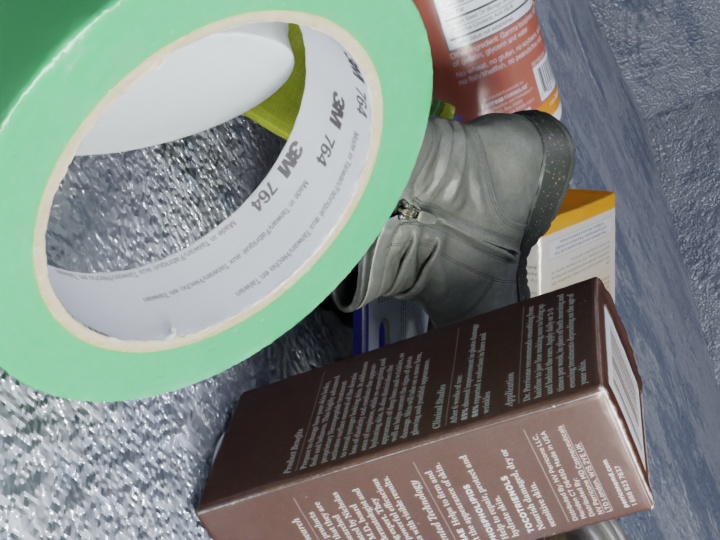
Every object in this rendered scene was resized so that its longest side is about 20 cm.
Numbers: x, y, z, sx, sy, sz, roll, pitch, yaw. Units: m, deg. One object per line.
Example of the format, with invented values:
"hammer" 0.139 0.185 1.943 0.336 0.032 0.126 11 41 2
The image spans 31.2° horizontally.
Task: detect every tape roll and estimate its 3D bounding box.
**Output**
"tape roll" -0.064 -0.041 0.480 0.048 0.200 0.200 45 4 32

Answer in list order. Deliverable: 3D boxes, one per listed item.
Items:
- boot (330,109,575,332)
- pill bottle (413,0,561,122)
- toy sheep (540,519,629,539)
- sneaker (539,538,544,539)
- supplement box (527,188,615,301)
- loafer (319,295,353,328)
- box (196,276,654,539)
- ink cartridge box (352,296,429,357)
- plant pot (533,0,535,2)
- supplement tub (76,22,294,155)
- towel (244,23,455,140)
"boot" 0.032 0.006 0.673 0.131 0.068 0.200 -8 118 -41
"pill bottle" 0.044 -0.167 0.783 0.112 0.112 0.200 -70 143 -62
"toy sheep" 0.120 0.206 0.857 0.200 0.138 0.138 47 26 -77
"sneaker" 0.106 0.089 0.800 0.200 0.075 0.090 -61 149 -42
"supplement box" 0.135 0.046 0.973 0.126 0.073 0.200 -19 111 -52
"loafer" 0.000 0.000 0.812 0.070 0.068 0.201 65 13 17
"box" 0.032 0.084 0.612 0.100 0.200 0.075 -73 142 -60
"ink cartridge box" 0.031 0.045 0.776 0.200 0.041 0.200 -10 102 -62
"plant pot" 0.079 -0.321 1.215 0.200 0.200 0.177 -5 85 -71
"supplement tub" -0.113 -0.163 0.549 0.144 0.144 0.200 8 63 -69
"towel" -0.044 -0.109 0.695 0.200 0.018 0.086 29 45 -9
